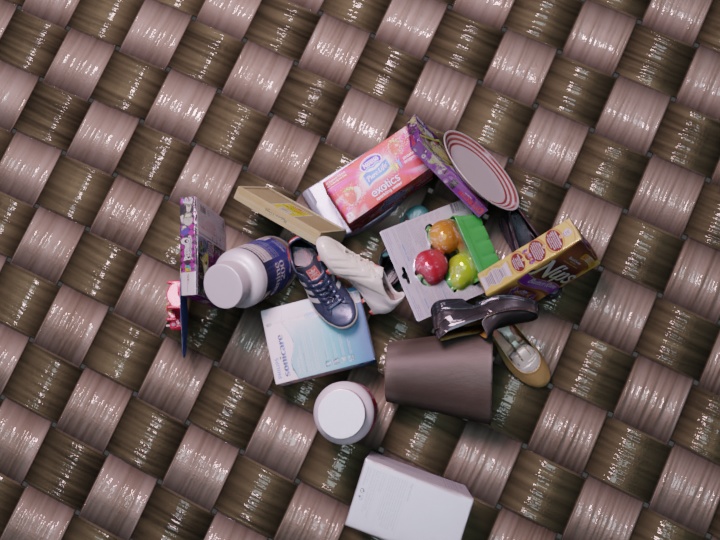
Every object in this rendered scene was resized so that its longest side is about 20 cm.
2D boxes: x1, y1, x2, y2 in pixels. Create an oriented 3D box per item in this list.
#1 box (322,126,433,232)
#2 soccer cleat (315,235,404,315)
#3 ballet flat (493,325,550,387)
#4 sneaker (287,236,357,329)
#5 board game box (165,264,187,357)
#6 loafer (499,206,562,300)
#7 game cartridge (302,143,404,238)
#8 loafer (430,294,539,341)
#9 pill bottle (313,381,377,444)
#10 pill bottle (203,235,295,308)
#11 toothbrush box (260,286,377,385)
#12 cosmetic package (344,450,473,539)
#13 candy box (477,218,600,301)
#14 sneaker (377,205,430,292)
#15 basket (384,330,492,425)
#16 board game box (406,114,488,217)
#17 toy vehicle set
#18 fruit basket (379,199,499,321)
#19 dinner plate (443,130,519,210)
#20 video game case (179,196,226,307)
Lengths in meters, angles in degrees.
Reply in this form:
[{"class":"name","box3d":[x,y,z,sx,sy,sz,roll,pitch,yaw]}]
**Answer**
[{"class":"box","box3d":[0.036,-0.174,1.545,0.199,0.096,0.100,-34,80,-2]},{"class":"soccer cleat","box3d":[0.000,0.000,1.477,0.077,0.070,0.200,-32,114,32]},{"class":"ballet flat","box3d":[0.292,0.143,1.530,0.068,0.063,0.201,-39,81,-2]},{"class":"sneaker","box3d":[-0.078,0.020,1.485,0.075,0.085,0.201,-36,74,-5]},{"class":"board game box","box3d":[-0.354,0.066,1.515,0.038,0.158,0.202,-1,117,-8]},{"class":"loafer","box3d":[0.332,-0.035,1.553,0.071,0.063,0.202,-27,81,-2]},{"class":"game cartridge","box3d":[-0.002,-0.152,1.610,0.199,0.040,0.134,-32,84,-1]},{"class":"loafer","box3d":[0.228,0.093,1.449,0.197,0.073,0.073,-7,52,9]},{"class":"pill bottle","box3d":[-0.027,0.261,1.466,0.111,0.200,0.114,-1,82,4]},{"class":"pill bottle","box3d":[-0.208,0.006,1.507,0.110,0.200,0.113,6,105,21]},{"class":"toothbrush box","box3d":[-0.080,0.130,1.547,0.197,0.085,0.148,-15,79,1]},{"class":"cosmetic package","box3d":[0.088,0.422,1.434,0.198,0.199,0.124,17,83,7]},{"class":"candy box","box3d":[0.330,-0.003,1.472,0.199,0.116,0.057,-34,52,18]},{"class":"sneaker","box3d":[0.084,-0.040,1.563,0.071,0.080,0.202,23,83,9]},{"class":"basket","box3d":[0.148,0.197,1.502,0.197,0.136,0.183,1,89,8]},{"class":"board game box","box3d":[0.164,-0.199,1.516,0.032,0.120,0.200,-40,115,18]},{"class":"toy vehicle set","box3d":[-0.135,-0.109,1.550,0.199,0.124,0.027,30,105,19]},{"class":"fruit basket","box3d":[0.156,-0.022,1.530,0.198,0.094,0.187,-23,84,-13]},{"class":"dinner plate","box3d":[0.229,-0.188,1.535,0.024,0.200,0.201,-43,80,29]},{"class":"video game case","box3d":[-0.300,-0.030,1.530,0.035,0.200,0.184,-4,82,5]}]
